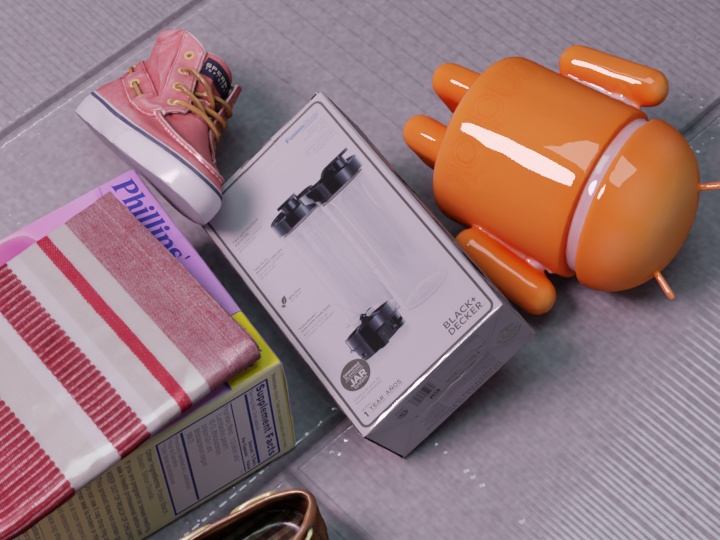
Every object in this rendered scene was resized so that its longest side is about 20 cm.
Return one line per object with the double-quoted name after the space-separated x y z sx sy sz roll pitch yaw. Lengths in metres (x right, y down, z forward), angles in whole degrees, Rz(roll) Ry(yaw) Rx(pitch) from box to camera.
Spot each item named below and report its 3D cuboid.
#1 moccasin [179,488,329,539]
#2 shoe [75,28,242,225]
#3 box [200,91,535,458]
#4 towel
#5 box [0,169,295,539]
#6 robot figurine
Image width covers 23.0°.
-0.103 0.188 0.967 0.201 0.078 0.074 -28 57 -16 "moccasin"
-0.115 -0.099 1.128 0.091 0.072 0.200 -45 30 -4 "shoe"
0.000 0.000 1.079 0.117 0.060 0.200 -45 59 7 "box"
-0.175 0.058 0.983 0.200 0.023 0.144 -36 62 -18 "towel"
-0.169 0.068 1.046 0.199 0.097 0.176 -29 58 -17 "box"
0.125 -0.058 1.107 0.199 0.117 0.144 27 48 22 "robot figurine"
